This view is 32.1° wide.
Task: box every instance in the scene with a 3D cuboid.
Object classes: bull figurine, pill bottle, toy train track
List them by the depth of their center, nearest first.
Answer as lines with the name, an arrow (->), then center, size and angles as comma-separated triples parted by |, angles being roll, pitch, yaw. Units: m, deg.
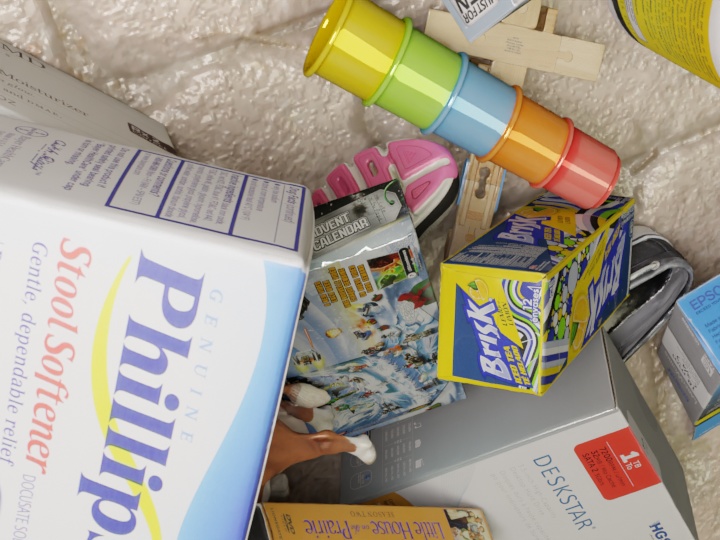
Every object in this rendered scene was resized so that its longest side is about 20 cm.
pill bottle -> 0.229, -0.158, 0.718 | 0.110, 0.200, 0.114 | -7, 116, -14
bull figurine -> -0.081, 0.129, 0.725 | 0.120, 0.066, 0.200 | 3, 144, -34
toy train track -> 0.084, -0.100, 0.787 | 0.113, 0.033, 0.203 | 10, 104, -9

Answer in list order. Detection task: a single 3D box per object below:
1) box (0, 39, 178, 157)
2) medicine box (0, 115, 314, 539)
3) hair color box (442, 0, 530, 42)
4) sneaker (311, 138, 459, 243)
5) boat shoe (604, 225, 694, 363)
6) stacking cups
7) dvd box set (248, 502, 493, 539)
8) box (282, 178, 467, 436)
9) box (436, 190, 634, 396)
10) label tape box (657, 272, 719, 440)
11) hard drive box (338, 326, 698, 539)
box -> -0.225, -0.017, 0.677 | 0.197, 0.131, 0.202 | 25, 104, -26
medicine box -> -0.135, 0.040, 0.573 | 0.196, 0.103, 0.185 | 13, 110, -4
hair color box -> 0.046, -0.234, 0.645 | 0.099, 0.061, 0.201 | -37, 96, -21
sneaker -> 0.000, 0.000, 0.784 | 0.087, 0.074, 0.200 | 23, 121, -40
boat shoe -> 0.148, 0.056, 0.867 | 0.199, 0.068, 0.072 | -41, 119, 4
stacking cups -> 0.062, -0.092, 0.742 | 0.198, 0.061, 0.061 | 29, 103, -16
dvd box set -> -0.030, 0.189, 0.761 | 0.146, 0.030, 0.198 | -40, 147, 29
box -> -0.020, 0.038, 0.713 | 0.135, 0.040, 0.201 | -19, 148, 2
box -> 0.111, 0.006, 0.751 | 0.063, 0.199, 0.071 | 8, 108, 25
label tape box -> 0.289, 0.040, 0.893 | 0.143, 0.064, 0.200 | -30, 160, -3
hard drive box -> 0.107, 0.146, 0.849 | 0.198, 0.077, 0.157 | -24, 125, 19
